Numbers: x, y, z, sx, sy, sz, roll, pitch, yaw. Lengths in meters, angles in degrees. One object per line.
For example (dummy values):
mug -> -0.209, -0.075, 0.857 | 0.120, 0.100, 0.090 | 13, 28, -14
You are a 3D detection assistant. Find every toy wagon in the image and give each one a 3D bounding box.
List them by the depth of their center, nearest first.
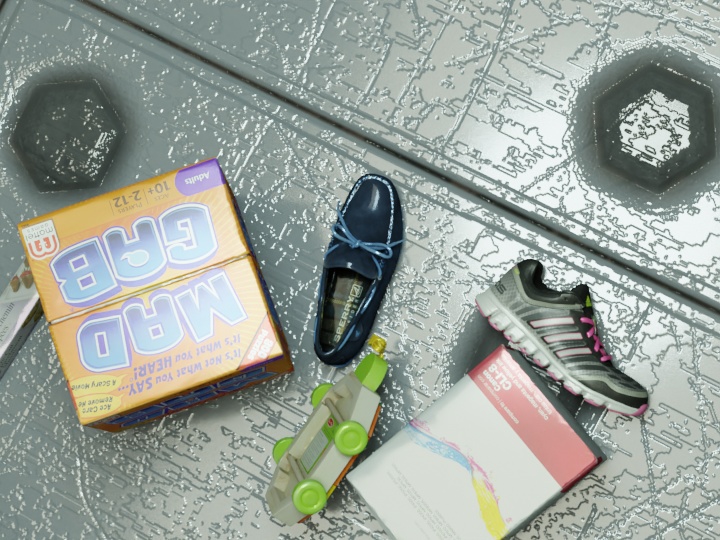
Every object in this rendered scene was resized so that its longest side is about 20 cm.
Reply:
toy wagon -> -0.025, 0.155, 1.648 | 0.040, 0.155, 0.200 | 35, 93, -15

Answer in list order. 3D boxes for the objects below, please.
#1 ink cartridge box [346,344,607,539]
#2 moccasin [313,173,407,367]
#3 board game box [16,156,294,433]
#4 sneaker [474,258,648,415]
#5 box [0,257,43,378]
ink cartridge box -> 0.113, 0.190, 1.616 | 0.200, 0.145, 0.145 | -41, 80, 5
moccasin -> 0.000, 0.000, 1.694 | 0.080, 0.068, 0.200 | 9, 87, 12
board game box -> -0.194, 0.030, 1.648 | 0.200, 0.200, 0.200 | -19, 82, -2
sneaker -> 0.209, 0.060, 1.642 | 0.200, 0.074, 0.087 | 39, 100, 17
box -> -0.355, 0.030, 1.782 | 0.039, 0.041, 0.200 | 34, 92, 12
